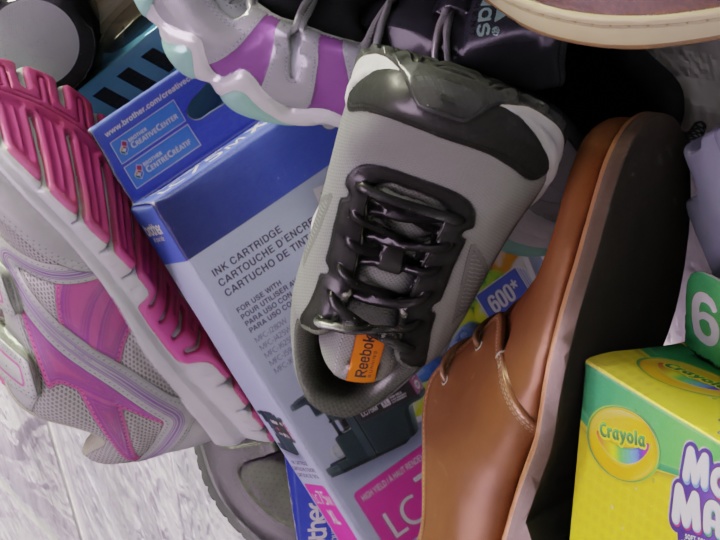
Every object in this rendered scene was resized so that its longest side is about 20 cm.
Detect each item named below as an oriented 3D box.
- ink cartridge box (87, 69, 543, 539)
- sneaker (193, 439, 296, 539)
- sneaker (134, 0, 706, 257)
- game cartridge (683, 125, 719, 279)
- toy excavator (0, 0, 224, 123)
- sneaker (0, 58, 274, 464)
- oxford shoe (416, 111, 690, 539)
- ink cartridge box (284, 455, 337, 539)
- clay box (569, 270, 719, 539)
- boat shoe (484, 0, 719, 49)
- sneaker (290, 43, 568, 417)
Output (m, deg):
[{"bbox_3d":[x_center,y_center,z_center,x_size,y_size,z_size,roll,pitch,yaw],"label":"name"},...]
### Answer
[{"bbox_3d":[0.000,0.000,1.125,0.200,0.119,0.042,58,165,-7],"label":"ink cartridge box"},{"bbox_3d":[-0.048,0.049,1.414,0.201,0.073,0.082,62,156,18],"label":"sneaker"},{"bbox_3d":[0.028,-0.086,1.021,0.140,0.199,0.078,-33,34,60],"label":"sneaker"},{"bbox_3d":[0.167,0.001,0.896,0.200,0.041,0.134,-28,80,69],"label":"game cartridge"},{"bbox_3d":[-0.075,-0.051,1.199,0.200,0.194,0.100,47,-163,-18],"label":"toy excavator"},{"bbox_3d":[-0.113,0.008,1.143,0.200,0.088,0.082,55,-163,-31],"label":"sneaker"},{"bbox_3d":[0.056,0.034,1.011,0.071,0.071,0.201,28,112,30],"label":"oxford shoe"},{"bbox_3d":[-0.017,0.025,1.258,0.200,0.044,0.094,-102,6,-53],"label":"ink cartridge box"},{"bbox_3d":[0.114,0.111,0.957,0.115,0.047,0.201,31,124,52],"label":"clay box"},{"bbox_3d":[0.058,-0.124,0.930,0.199,0.072,0.072,19,140,38],"label":"boat shoe"},{"bbox_3d":[0.017,-0.009,1.001,0.074,0.080,0.200,20,155,1],"label":"sneaker"}]
